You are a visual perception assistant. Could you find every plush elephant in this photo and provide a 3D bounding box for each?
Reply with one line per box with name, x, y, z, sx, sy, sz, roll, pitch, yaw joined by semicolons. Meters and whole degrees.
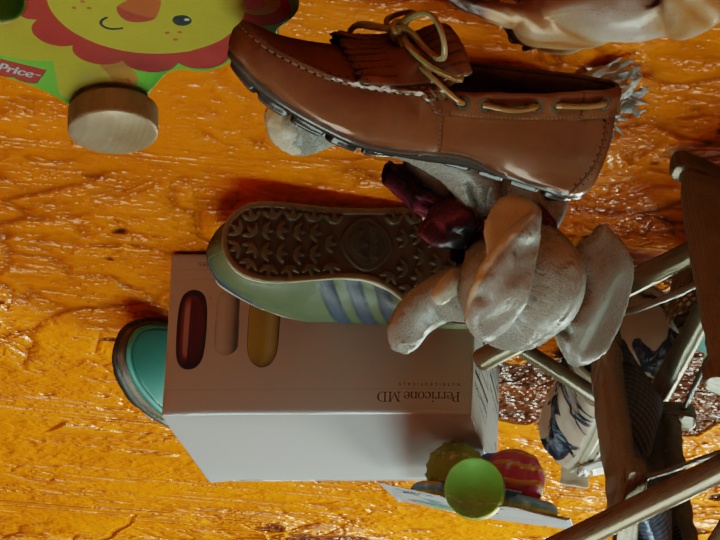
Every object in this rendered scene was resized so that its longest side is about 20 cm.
plush elephant;0.066;-0.020;1.427;0.199;0.156;0.164;-10;156;32

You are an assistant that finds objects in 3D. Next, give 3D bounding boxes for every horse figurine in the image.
horse figurine;0.118;-0.140;1.255;0.199;0.050;0.132;-13;152;38

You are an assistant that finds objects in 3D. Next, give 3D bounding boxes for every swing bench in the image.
swing bench;0.174;0.079;1.499;0.129;0.199;0.200;31;122;-21

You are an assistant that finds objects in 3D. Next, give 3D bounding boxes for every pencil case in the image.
pencil case;0.165;0.076;1.773;0.077;0.090;0.200;3;159;-1

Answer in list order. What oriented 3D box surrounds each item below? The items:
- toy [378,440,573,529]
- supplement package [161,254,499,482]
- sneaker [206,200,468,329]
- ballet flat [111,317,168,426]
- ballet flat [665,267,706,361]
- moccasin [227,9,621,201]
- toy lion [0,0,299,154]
toy;0.078;0.131;1.658;0.114;0.048;0.200;10;177;7
supplement package;-0.015;0.065;1.734;0.199;0.112;0.156;-1;160;9
sneaker;0.000;0.000;1.633;0.199;0.068;0.090;9;166;-17
ballet flat;-0.120;0.082;1.861;0.068;0.068;0.200;1;163;40
ballet flat;0.242;0.033;1.680;0.070;0.066;0.200;-5;159;19
moccasin;0.033;-0.091;1.294;0.200;0.078;0.074;14;-161;-14
toy lion;-0.137;-0.137;1.289;0.199;0.069;0.192;12;151;-23
